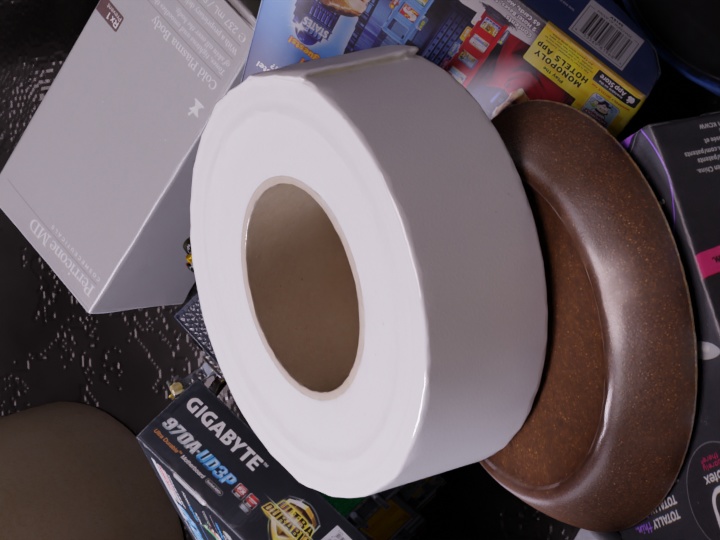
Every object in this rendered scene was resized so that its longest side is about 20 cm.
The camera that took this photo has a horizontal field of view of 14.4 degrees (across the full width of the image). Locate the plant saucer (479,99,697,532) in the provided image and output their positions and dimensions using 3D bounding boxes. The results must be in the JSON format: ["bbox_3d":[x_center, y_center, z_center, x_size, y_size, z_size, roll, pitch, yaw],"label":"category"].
[{"bbox_3d":[0.081,0.024,1.303,0.200,0.034,0.202,27,122,55],"label":"plant saucer"}]

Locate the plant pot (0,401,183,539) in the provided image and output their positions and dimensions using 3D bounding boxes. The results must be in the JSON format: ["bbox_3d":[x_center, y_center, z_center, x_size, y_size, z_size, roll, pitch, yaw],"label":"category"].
[{"bbox_3d":[-0.232,0.174,1.600,0.186,0.199,0.189,2,93,40],"label":"plant pot"}]

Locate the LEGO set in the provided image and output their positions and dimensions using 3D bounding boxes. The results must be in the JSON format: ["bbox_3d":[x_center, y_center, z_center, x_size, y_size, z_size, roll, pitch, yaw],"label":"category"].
[{"bbox_3d":[0.002,0.051,1.476,0.200,0.116,0.154,38,86,22],"label":"LEGO set"}]

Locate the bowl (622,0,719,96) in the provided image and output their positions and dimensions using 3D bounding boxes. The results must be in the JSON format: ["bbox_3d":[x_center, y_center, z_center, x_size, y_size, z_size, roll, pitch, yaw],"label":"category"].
[{"bbox_3d":[0.197,-0.172,1.321,0.200,0.039,0.202,3,95,40],"label":"bowl"}]

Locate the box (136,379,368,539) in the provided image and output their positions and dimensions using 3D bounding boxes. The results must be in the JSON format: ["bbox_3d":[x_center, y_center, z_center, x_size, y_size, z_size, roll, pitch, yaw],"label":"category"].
[{"bbox_3d":[-0.025,0.163,1.440,0.046,0.200,0.159,-41,58,-13],"label":"box"}]

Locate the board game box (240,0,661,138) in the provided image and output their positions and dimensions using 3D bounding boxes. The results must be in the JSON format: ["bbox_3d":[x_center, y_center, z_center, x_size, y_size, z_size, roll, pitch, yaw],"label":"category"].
[{"bbox_3d":[0.023,-0.098,1.387,0.200,0.062,0.200,38,136,1],"label":"board game box"}]

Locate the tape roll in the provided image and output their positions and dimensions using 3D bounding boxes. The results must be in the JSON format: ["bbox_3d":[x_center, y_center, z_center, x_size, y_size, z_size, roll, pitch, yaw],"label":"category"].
[{"bbox_3d":[0.000,0.000,1.321,0.202,0.070,0.204,30,127,51],"label":"tape roll"}]

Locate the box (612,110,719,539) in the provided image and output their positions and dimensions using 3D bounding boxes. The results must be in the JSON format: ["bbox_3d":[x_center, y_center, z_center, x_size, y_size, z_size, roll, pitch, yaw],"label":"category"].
[{"bbox_3d":[0.170,0.038,1.294,0.122,0.105,0.201,-33,71,57],"label":"box"}]

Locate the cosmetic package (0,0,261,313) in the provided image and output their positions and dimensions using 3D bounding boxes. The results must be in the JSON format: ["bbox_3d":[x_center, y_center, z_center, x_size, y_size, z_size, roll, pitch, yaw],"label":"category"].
[{"bbox_3d":[-0.106,-0.084,1.553,0.107,0.090,0.201,45,116,25],"label":"cosmetic package"}]

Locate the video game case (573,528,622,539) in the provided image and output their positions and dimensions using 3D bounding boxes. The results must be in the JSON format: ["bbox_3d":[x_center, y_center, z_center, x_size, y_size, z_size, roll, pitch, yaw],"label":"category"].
[{"bbox_3d":[0.133,0.258,1.412,0.182,0.022,0.201,42,117,31],"label":"video game case"}]
